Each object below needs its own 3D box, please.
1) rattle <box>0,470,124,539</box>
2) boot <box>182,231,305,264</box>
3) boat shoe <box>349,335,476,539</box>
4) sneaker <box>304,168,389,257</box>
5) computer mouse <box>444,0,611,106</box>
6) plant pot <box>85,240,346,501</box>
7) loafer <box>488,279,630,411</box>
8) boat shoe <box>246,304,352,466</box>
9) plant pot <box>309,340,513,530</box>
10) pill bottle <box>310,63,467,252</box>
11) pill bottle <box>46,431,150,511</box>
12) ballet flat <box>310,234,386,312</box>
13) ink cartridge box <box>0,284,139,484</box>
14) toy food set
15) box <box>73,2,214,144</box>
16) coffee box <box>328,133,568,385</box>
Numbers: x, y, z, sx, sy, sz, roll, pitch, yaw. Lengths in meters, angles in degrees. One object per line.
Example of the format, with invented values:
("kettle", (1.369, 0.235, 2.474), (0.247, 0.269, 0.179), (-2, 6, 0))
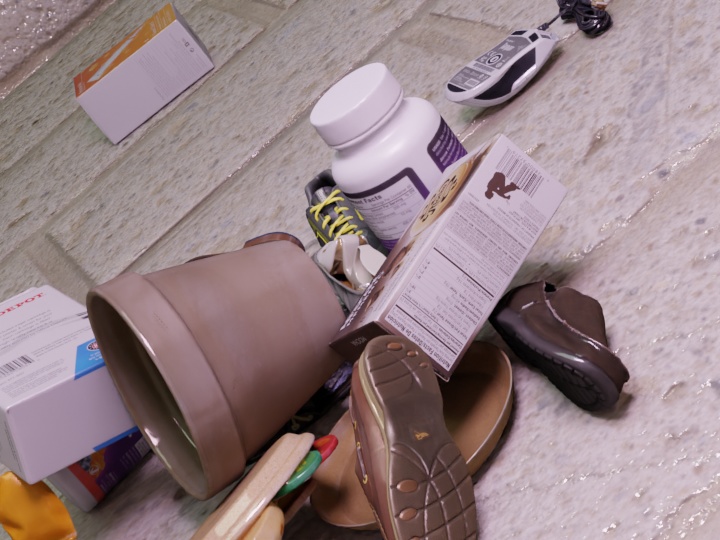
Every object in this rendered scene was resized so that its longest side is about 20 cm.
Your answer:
("rattle", (-0.267, 0.279, 1.419), (0.129, 0.144, 0.200), (-9, 27, 16))
("boot", (-0.151, 0.033, 1.708), (0.199, 0.075, 0.097), (-28, 24, 20))
("boat shoe", (0.034, 0.150, 1.238), (0.068, 0.071, 0.201), (-53, 42, 49))
("sneaker", (-0.020, -0.037, 1.674), (0.074, 0.085, 0.200), (-37, 24, 5))
("computer mouse", (0.177, -0.229, 1.785), (0.199, 0.044, 0.110), (-37, 28, -8))
("plant pot", (-0.110, 0.064, 1.402), (0.173, 0.201, 0.200), (-31, 20, -19))
("loafer", (0.158, 0.045, 1.289), (0.071, 0.073, 0.200), (-42, 24, -3))
("boat shoe", (-0.058, 0.105, 1.494), (0.201, 0.072, 0.060), (-44, 20, -17))
("plant pot", (0.045, 0.137, 1.348), (0.199, 0.028, 0.201), (-32, 25, 17))
("pill bottle", (0.044, -0.083, 1.501), (0.111, 0.200, 0.112), (-31, 25, 16))
("pill bottle", (-0.242, 0.132, 1.661), (0.200, 0.112, 0.111), (-47, 25, -16))
("ballet flat", (0.000, 0.000, 1.508), (0.067, 0.064, 0.200), (-11, 24, -18))
("ink cartridge box", (-0.299, 0.100, 1.541), (0.145, 0.085, 0.199), (-26, 29, -28))
("toy food set", (-0.092, 0.204, 1.308), (0.198, 0.049, 0.200), (-50, 1, -39))
("box", (-0.339, -0.308, 2.588), (0.200, 0.098, 0.125), (-38, 24, 4))
("coffee box", (0.071, -0.001, 1.365), (0.201, 0.080, 0.113), (-56, 10, -21))
